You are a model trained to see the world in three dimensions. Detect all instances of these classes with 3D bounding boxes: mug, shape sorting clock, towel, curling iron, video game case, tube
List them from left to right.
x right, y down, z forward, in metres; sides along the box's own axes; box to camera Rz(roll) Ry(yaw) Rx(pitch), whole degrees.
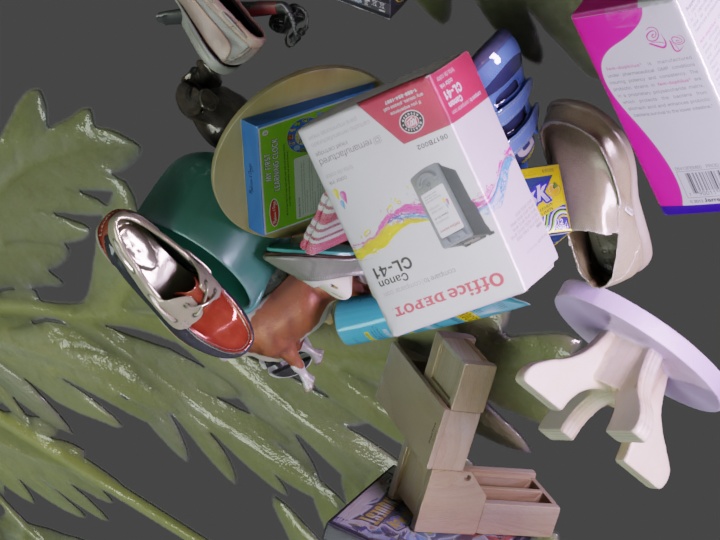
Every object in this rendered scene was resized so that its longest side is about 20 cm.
[{"bbox_3d":[-0.148,-0.044,1.771,0.151,0.115,0.185,32,160,-1],"label":"mug"},{"bbox_3d":[-0.131,-0.247,1.694,0.199,0.026,0.050,7,131,36],"label":"curling iron"},{"bbox_3d":[-0.051,-0.114,1.652,0.039,0.199,0.201,53,158,40],"label":"shape sorting clock"},{"bbox_3d":[0.023,-0.098,1.626,0.030,0.146,0.200,54,148,19],"label":"towel"},{"bbox_3d":[0.070,0.039,1.770,0.198,0.051,0.077,-10,168,29],"label":"tube"},{"bbox_3d":[0.077,0.285,1.862,0.179,0.200,0.026,22,109,17],"label":"video game case"}]

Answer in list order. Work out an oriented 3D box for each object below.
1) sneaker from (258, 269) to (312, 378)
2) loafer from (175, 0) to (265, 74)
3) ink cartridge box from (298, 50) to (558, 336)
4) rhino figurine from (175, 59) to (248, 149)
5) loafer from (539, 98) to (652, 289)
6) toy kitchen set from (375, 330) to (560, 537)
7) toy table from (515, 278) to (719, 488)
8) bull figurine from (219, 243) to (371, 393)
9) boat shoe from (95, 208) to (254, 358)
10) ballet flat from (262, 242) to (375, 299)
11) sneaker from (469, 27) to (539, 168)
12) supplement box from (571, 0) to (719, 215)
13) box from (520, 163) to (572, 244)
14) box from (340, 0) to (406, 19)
[{"bbox_3d":[-0.110,0.020,1.931,0.074,0.081,0.202,-15,110,1],"label":"sneaker"},{"bbox_3d":[-0.158,-0.287,1.635,0.063,0.072,0.201,-26,99,36],"label":"loafer"},{"bbox_3d":[0.058,-0.064,1.454,0.147,0.086,0.201,-20,99,33],"label":"ink cartridge box"},{"bbox_3d":[-0.117,-0.134,1.774,0.200,0.060,0.087,49,160,-16],"label":"rhino figurine"},{"bbox_3d":[0.212,-0.064,1.555,0.075,0.068,0.201,1,130,40],"label":"loafer"},{"bbox_3d":[0.128,0.163,1.893,0.163,0.179,0.202,-130,52,-58],"label":"toy kitchen set"},{"bbox_3d":[0.248,0.112,1.635,0.199,0.118,0.184,34,164,-5],"label":"toy table"},{"bbox_3d":[-0.069,0.055,1.868,0.200,0.065,0.121,-42,113,18],"label":"bull figurine"},{"bbox_3d":[-0.178,0.015,1.687,0.200,0.071,0.062,45,161,-14],"label":"boat shoe"},{"bbox_3d":[0.000,0.000,1.720,0.067,0.198,0.064,-159,65,-69],"label":"ballet flat"},{"bbox_3d":[0.125,-0.142,1.521,0.082,0.074,0.200,43,163,17],"label":"sneaker"},{"bbox_3d":[0.267,-0.156,1.380,0.101,0.104,0.201,-2,130,43],"label":"supplement box"},{"bbox_3d":[0.130,-0.038,1.591,0.200,0.069,0.065,133,128,-72],"label":"box"},{"bbox_3d":[-0.048,-0.326,1.517,0.199,0.049,0.162,23,143,21],"label":"box"}]
